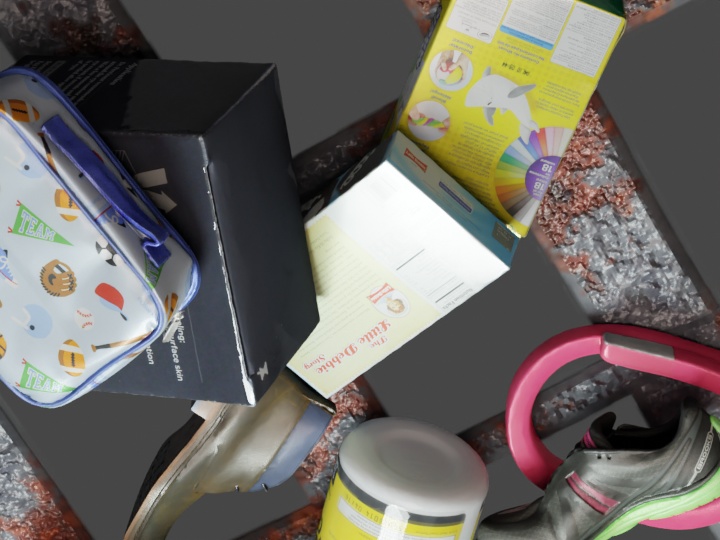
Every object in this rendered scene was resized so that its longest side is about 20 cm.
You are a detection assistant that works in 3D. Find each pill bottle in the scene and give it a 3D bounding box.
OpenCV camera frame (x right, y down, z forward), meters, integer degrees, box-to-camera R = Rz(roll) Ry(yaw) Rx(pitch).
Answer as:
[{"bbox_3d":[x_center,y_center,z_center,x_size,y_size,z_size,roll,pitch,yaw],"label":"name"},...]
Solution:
[{"bbox_3d":[0.018,0.216,1.736,0.111,0.112,0.201,13,117,-5],"label":"pill bottle"}]

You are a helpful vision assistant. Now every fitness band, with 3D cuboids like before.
[{"bbox_3d":[0.203,0.113,1.723,0.198,0.038,0.144,16,119,-5],"label":"fitness band"}]

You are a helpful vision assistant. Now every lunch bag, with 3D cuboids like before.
[{"bbox_3d":[-0.197,-0.019,1.494,0.160,0.076,0.200,-36,99,34],"label":"lunch bag"}]

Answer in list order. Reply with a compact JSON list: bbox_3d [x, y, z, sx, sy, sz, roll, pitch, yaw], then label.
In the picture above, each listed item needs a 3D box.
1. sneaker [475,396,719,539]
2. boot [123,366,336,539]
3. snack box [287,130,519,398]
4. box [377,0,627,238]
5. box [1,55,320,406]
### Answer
[{"bbox_3d":[0.168,0.147,1.690,0.199,0.077,0.084,-26,103,10],"label":"sneaker"},{"bbox_3d":[-0.099,0.149,1.727,0.096,0.075,0.201,27,113,-8],"label":"boot"},{"bbox_3d":[0.000,0.000,1.637,0.116,0.037,0.200,40,130,-17],"label":"snack box"},{"bbox_3d":[0.087,-0.110,1.604,0.117,0.048,0.201,20,115,-8],"label":"box"},{"bbox_3d":[-0.149,-0.029,1.582,0.199,0.118,0.198,4,120,24],"label":"box"}]
